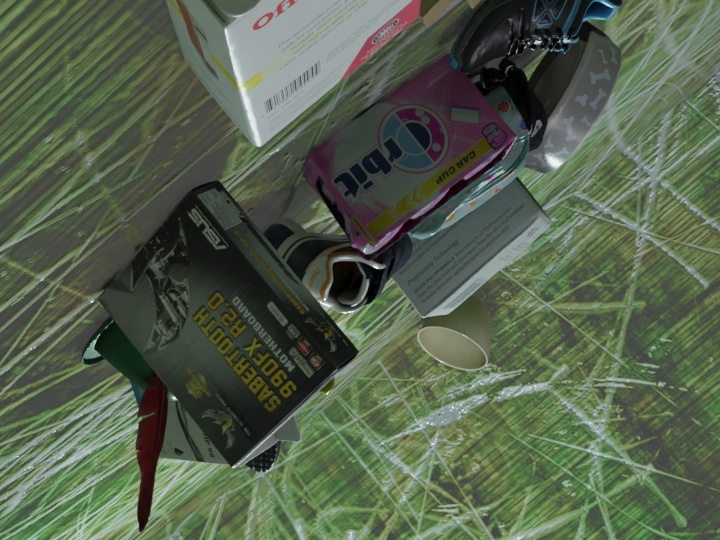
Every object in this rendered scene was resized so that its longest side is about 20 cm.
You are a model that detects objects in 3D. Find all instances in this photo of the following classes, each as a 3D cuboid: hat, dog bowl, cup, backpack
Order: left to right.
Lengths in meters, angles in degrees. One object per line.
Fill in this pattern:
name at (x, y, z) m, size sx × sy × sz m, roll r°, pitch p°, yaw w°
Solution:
hat at (-0.172, 0.112, 1.292) m, size 0.200 × 0.177 × 0.165 m, roll -44°, pitch 170°, yaw 27°
backpack at (0.107, -0.130, 1.435) m, size 0.199 × 0.127 × 0.167 m, roll -35°, pitch 174°, yaw -7°
cup at (0.266, 0.149, 3.364) m, size 0.145 × 0.198 × 0.201 m, roll -63°, pitch -177°, yaw -27°
dog bowl at (0.247, -0.208, 1.560) m, size 0.202 × 0.058 × 0.201 m, roll -59°, pitch -170°, yaw 17°

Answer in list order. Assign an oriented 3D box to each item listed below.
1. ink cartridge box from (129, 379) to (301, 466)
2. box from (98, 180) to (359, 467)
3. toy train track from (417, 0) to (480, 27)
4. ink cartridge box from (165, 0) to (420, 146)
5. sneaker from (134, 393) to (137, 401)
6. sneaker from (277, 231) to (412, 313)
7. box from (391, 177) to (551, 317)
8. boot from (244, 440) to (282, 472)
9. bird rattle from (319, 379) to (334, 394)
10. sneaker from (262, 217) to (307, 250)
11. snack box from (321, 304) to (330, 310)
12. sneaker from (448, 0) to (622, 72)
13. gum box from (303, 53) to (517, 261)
ink cartridge box at (-0.168, 0.151, 1.441) m, size 0.198 × 0.118 × 0.066 m, roll -3°, pitch -162°, yaw 44°
box at (-0.120, 0.048, 1.128) m, size 0.158 × 0.201 × 0.048 m, roll -43°, pitch 174°, yaw 29°
toy train track at (0.110, -0.281, 1.024) m, size 0.200 × 0.033 × 0.115 m, roll -46°, pitch 164°, yaw 0°
ink cartridge box at (-0.037, -0.174, 0.745) m, size 0.145 × 0.084 × 0.200 m, roll -39°, pitch 171°, yaw -8°
sneaker at (-0.185, 0.116, 1.571) m, size 0.199 × 0.083 × 0.071 m, roll -41°, pitch 171°, yaw 3°
sneaker at (0.000, 0.000, 1.354) m, size 0.198 × 0.079 × 0.079 m, roll -10°, pitch 129°, yaw -47°
box at (0.115, -0.067, 1.626) m, size 0.200 × 0.172 × 0.199 m, roll -41°, pitch 171°, yaw 9°
boot at (-0.088, 0.134, 1.531) m, size 0.130 × 0.067 × 0.203 m, roll -31°, pitch 134°, yaw -52°
bird rattle at (-0.105, 0.091, 1.761) m, size 0.161 × 0.114 × 0.200 m, roll -16°, pitch -157°, yaw -8°
sneaker at (-0.118, 0.019, 1.397) m, size 0.084 × 0.075 × 0.200 m, roll -37°, pitch 171°, yaw -40°
snack box at (-0.090, 0.053, 1.399) m, size 0.072 × 0.025 × 0.199 m, roll -37°, pitch 171°, yaw 33°
sneaker at (0.175, -0.249, 1.269) m, size 0.199 × 0.082 × 0.073 m, roll -36°, pitch 173°, yaw -15°
gum box at (0.045, -0.113, 1.296) m, size 0.199 × 0.114 × 0.066 m, roll -37°, pitch 171°, yaw -16°
